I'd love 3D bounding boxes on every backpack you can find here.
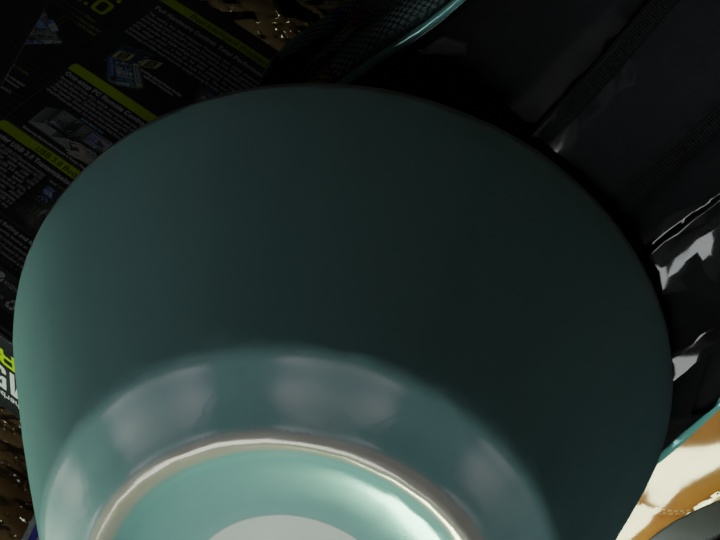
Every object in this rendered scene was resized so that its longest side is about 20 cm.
[{"bbox_3d":[0.085,-0.056,0.736,0.200,0.154,0.176,-38,110,27],"label":"backpack"}]

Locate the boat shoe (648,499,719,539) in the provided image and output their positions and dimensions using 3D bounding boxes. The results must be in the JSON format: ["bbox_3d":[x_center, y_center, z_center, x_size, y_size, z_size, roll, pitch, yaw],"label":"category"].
[{"bbox_3d":[0.191,0.101,0.853,0.076,0.199,0.061,86,158,-52],"label":"boat shoe"}]

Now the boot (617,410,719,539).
[{"bbox_3d":[0.102,0.033,0.900,0.154,0.077,0.201,20,135,15],"label":"boot"}]

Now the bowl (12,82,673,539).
[{"bbox_3d":[-0.012,0.059,0.671,0.199,0.105,0.202,4,123,5],"label":"bowl"}]

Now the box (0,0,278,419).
[{"bbox_3d":[-0.094,-0.030,0.829,0.199,0.160,0.044,33,145,21],"label":"box"}]

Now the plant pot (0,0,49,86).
[{"bbox_3d":[-0.186,-0.153,0.754,0.198,0.201,0.178,-3,137,31],"label":"plant pot"}]

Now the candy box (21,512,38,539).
[{"bbox_3d":[-0.045,0.150,0.990,0.200,0.170,0.077,38,137,-16],"label":"candy box"}]
